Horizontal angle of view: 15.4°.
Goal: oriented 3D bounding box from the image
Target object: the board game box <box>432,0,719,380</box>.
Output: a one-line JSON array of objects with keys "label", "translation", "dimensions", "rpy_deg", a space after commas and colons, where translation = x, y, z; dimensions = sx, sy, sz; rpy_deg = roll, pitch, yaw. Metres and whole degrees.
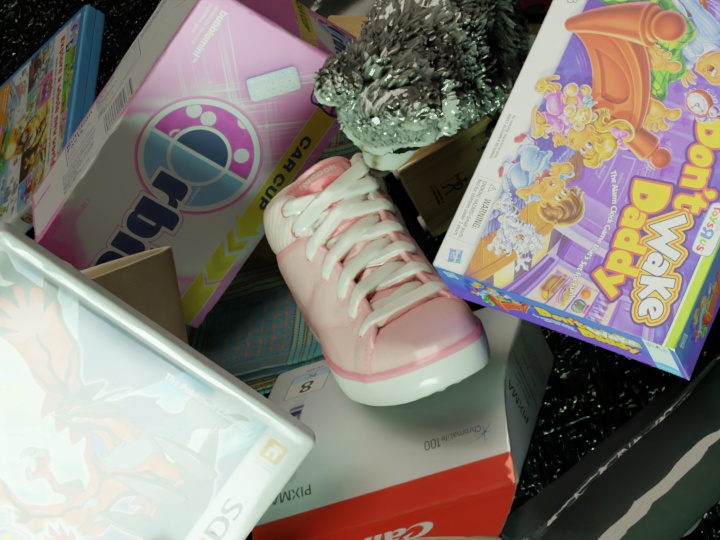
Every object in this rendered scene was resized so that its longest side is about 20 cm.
[{"label": "board game box", "translation": [0.139, -0.063, 1.331], "dimensions": [0.134, 0.045, 0.201], "rpy_deg": [19, 76, 23]}]

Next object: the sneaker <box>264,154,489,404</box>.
[{"label": "sneaker", "translation": [0.000, 0.000, 1.419], "dimensions": [0.075, 0.105, 0.200], "rpy_deg": [-25, 20, -10]}]

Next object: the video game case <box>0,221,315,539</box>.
[{"label": "video game case", "translation": [-0.154, 0.103, 1.362], "dimensions": [0.183, 0.199, 0.023], "rpy_deg": [-53, 14, 8]}]

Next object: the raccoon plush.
[{"label": "raccoon plush", "translation": [0.027, -0.152, 1.413], "dimensions": [0.096, 0.134, 0.202], "rpy_deg": [-2, 92, 22]}]

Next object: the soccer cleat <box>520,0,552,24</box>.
[{"label": "soccer cleat", "translation": [0.135, -0.181, 1.532], "dimensions": [0.087, 0.070, 0.200], "rpy_deg": [-65, 10, -24]}]

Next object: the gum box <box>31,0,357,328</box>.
[{"label": "gum box", "translation": [-0.097, -0.071, 1.543], "dimensions": [0.200, 0.113, 0.066], "rpy_deg": [-54, 23, 18]}]

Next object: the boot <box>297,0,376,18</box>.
[{"label": "boot", "translation": [0.055, -0.202, 1.656], "dimensions": [0.200, 0.066, 0.165], "rpy_deg": [-44, 38, -7]}]

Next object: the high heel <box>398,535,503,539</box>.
[{"label": "high heel", "translation": [0.007, 0.216, 1.312], "dimensions": [0.199, 0.143, 0.072], "rpy_deg": [-27, 22, 10]}]

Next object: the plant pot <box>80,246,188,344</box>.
[{"label": "plant pot", "translation": [-0.162, 0.111, 1.455], "dimensions": [0.186, 0.202, 0.187], "rpy_deg": [-18, 4, 1]}]

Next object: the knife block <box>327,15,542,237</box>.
[{"label": "knife block", "translation": [0.088, -0.109, 1.554], "dimensions": [0.175, 0.064, 0.200], "rpy_deg": [-30, 45, 0]}]

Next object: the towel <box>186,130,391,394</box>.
[{"label": "towel", "translation": [-0.046, -0.012, 1.608], "dimensions": [0.146, 0.022, 0.201], "rpy_deg": [-16, 48, 23]}]

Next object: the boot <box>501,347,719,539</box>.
[{"label": "boot", "translation": [0.170, 0.095, 1.298], "dimensions": [0.200, 0.066, 0.165], "rpy_deg": [-38, 10, -2]}]

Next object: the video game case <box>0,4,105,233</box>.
[{"label": "video game case", "translation": [-0.234, -0.066, 1.730], "dimensions": [0.200, 0.018, 0.144], "rpy_deg": [-37, 37, 39]}]

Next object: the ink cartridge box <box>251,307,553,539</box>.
[{"label": "ink cartridge box", "translation": [0.009, 0.099, 1.406], "dimensions": [0.159, 0.048, 0.200], "rpy_deg": [-18, 21, 22]}]

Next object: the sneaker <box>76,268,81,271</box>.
[{"label": "sneaker", "translation": [-0.123, -0.068, 1.640], "dimensions": [0.200, 0.075, 0.105], "rpy_deg": [-50, 27, 16]}]
